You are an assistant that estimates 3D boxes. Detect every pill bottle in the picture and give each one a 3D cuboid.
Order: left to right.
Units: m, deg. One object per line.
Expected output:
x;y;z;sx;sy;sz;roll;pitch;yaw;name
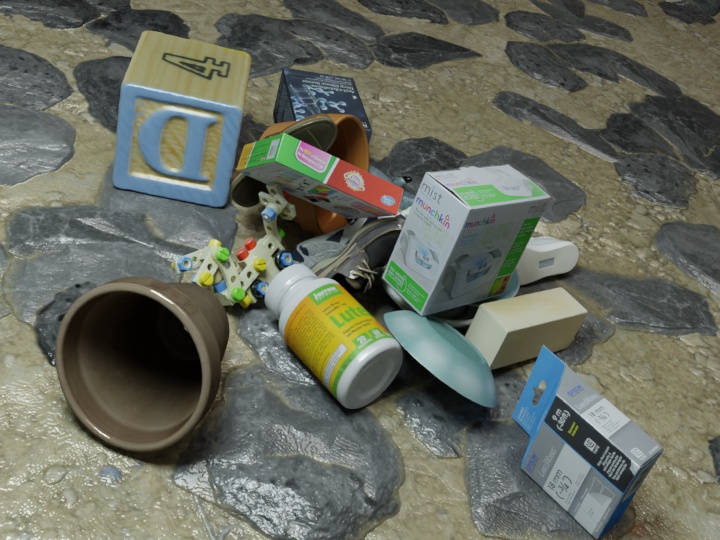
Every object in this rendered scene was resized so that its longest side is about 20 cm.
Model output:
-0.043;0.083;1.219;0.110;0.113;0.200;-19;49;-39;pill bottle

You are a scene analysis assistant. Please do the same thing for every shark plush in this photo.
0.065;-0.130;1.560;0.197;0.085;0.091;25;34;8;shark plush

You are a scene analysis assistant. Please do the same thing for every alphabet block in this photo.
-0.293;-0.252;1.480;0.192;0.198;0.202;12;35;-11;alphabet block

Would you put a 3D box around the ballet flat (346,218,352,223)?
0.004;-0.105;1.458;0.056;0.068;0.200;13;-9;25;ballet flat

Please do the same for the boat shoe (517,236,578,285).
0.286;-0.026;1.540;0.196;0.074;0.068;-14;24;-27;boat shoe

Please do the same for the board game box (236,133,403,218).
-0.059;-0.129;1.263;0.197;0.041;0.152;22;-9;-28;board game box

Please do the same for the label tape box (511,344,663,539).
0.269;0.220;1.147;0.063;0.146;0.200;-21;50;-38;label tape box

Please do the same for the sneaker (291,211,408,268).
-0.006;-0.051;1.399;0.195;0.081;0.130;-16;24;20;sneaker

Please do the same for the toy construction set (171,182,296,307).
-0.165;-0.028;1.284;0.200;0.132;0.092;-46;25;-19;toy construction set

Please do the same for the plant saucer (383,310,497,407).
0.121;0.109;1.236;0.199;0.039;0.201;35;12;-8;plant saucer

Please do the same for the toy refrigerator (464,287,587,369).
0.250;0.084;1.353;0.197;0.077;0.070;-9;43;-40;toy refrigerator

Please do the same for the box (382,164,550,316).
0.150;-0.049;1.267;0.198;0.179;0.097;-10;43;-46;box

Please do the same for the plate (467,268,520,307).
0.155;-0.003;1.402;0.195;0.026;0.202;12;38;-9;plate

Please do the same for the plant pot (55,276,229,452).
-0.241;0.090;1.084;0.197;0.204;0.175;23;19;7;plant pot

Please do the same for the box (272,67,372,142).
-0.076;-0.278;1.675;0.145;0.109;0.202;4;39;-18;box

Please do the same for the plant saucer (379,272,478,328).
0.118;0.032;1.404;0.195;0.051;0.202;11;37;-8;plant saucer

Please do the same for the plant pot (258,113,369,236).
-0.087;-0.164;1.467;0.137;0.204;0.200;14;33;23;plant pot

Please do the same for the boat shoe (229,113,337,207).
-0.122;-0.181;1.343;0.072;0.198;0.069;44;22;-38;boat shoe

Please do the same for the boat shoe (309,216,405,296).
0.000;0.000;1.298;0.074;0.199;0.074;35;33;-31;boat shoe

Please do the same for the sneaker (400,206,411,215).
0.109;-0.087;1.509;0.197;0.083;0.076;-3;2;-36;sneaker
